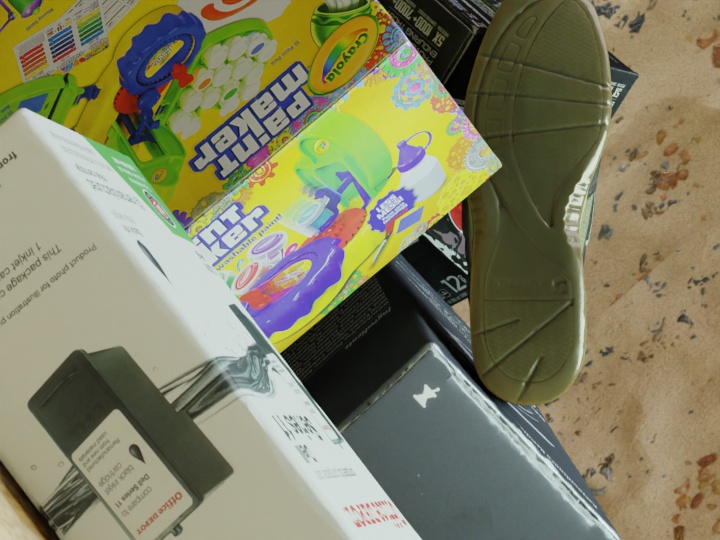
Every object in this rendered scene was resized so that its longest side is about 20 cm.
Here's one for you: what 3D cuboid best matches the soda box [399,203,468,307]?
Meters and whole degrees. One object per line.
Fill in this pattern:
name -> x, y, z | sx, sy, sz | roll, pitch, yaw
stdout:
soda box -> 0.000, 0.000, 1.279 | 0.063, 0.199, 0.071 | 41, 51, -18

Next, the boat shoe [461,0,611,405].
boat shoe -> 0.079, -0.034, 1.071 | 0.066, 0.071, 0.203 | 123, -30, -80

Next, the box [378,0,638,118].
box -> 0.021, -0.135, 1.190 | 0.200, 0.086, 0.163 | 44, 22, 30

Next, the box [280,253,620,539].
box -> 0.026, 0.083, 1.127 | 0.148, 0.104, 0.200 | 46, 6, -19

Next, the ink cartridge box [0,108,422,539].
ink cartridge box -> -0.072, 0.052, 0.803 | 0.200, 0.083, 0.147 | 52, 4, 9

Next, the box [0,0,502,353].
box -> -0.079, -0.071, 1.031 | 0.193, 0.200, 0.122 | 53, 4, 34
